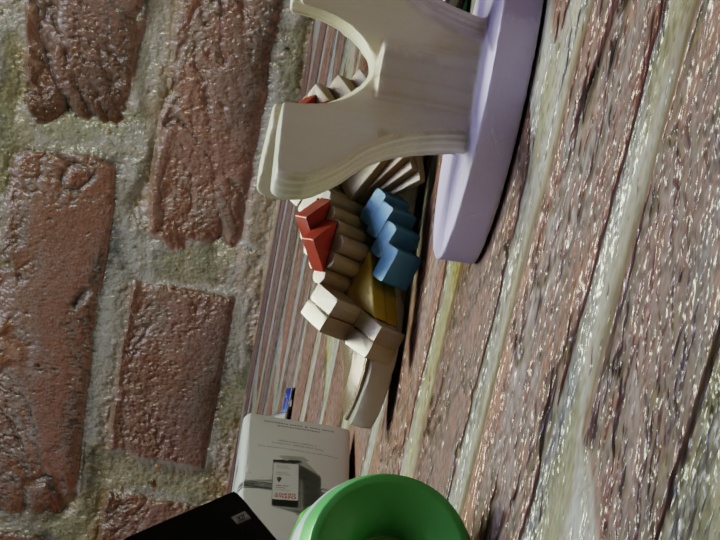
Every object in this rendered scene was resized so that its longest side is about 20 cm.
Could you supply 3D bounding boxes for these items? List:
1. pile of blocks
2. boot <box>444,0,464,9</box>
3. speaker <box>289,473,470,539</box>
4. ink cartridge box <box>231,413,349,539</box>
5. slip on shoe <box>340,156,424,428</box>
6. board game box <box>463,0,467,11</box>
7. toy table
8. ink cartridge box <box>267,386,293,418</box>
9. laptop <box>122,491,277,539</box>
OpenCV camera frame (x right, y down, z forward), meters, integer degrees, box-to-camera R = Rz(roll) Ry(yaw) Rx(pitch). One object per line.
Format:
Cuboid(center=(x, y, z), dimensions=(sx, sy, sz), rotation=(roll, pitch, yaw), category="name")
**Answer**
Cuboid(center=(-0.007, -0.042, 1.632), dimensions=(0.082, 0.062, 0.201), rotation=(-29, 57, 33), category="pile of blocks")
Cuboid(center=(0.004, -0.246, 1.535), dimensions=(0.074, 0.153, 0.205), rotation=(116, 163, -75), category="boot")
Cuboid(center=(0.000, 0.156, 1.235), dimensions=(0.200, 0.088, 0.089), rotation=(111, 167, -70), category="speaker")
Cuboid(center=(-0.057, 0.214, 1.871), dimensions=(0.200, 0.082, 0.148), rotation=(-90, 10, -67), category="ink cartridge box")
Cuboid(center=(0.000, 0.000, 1.702), dimensions=(0.076, 0.060, 0.202), rotation=(143, 136, -84), category="slip on shoe")
Cuboid(center=(0.053, -0.204, 1.646), dimensions=(0.135, 0.029, 0.202), rotation=(157, 122, -84), category="board game box")
Cuboid(center=(0.018, -0.095, 1.313), dimensions=(0.184, 0.116, 0.201), rotation=(-88, 9, -55), category="toy table")
Cuboid(center=(-0.105, 0.220, 2.777), dimensions=(0.099, 0.039, 0.202), rotation=(134, 145, -84), category="ink cartridge box")
Cuboid(center=(-0.079, 0.255, 1.588), dimensions=(0.177, 0.103, 0.202), rotation=(-14, -66, -69), category="laptop")
